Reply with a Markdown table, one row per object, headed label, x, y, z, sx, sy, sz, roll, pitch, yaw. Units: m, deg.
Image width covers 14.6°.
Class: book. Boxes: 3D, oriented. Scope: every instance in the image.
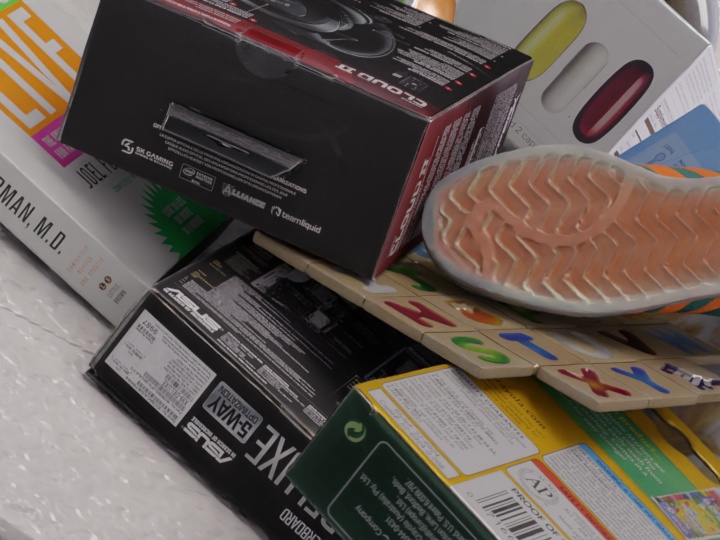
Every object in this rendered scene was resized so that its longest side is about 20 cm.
| label | x | y | z | sx | sy | sz | roll | pitch | yaw |
| --- | --- | --- | --- | --- | --- | --- | --- | --- | --- |
| book | -0.150 | -0.069 | 1.208 | 0.200 | 0.048 | 0.134 | 42 | 24 | 0 |

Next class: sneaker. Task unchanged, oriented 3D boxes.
| label | x | y | z | sx | sy | sz | roll | pitch | yaw |
| --- | --- | --- | --- | --- | --- | --- | --- | --- | --- |
| sneaker | 0.123 | -0.010 | 1.171 | 0.199 | 0.072 | 0.080 | 1 | -11 | -2 |

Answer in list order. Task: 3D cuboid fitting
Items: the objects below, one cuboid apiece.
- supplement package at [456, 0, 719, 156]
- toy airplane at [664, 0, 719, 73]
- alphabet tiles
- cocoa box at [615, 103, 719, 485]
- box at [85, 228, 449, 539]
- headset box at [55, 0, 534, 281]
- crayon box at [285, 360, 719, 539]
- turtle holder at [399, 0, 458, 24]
| label | x | y | z | sx | sy | sz | roll | pitch | yaw |
| --- | --- | --- | --- | --- | --- | --- | --- | --- | --- |
| supplement package | 0.088 | -0.130 | 1.523 | 0.200 | 0.111 | 0.156 | 44 | 0 | 15 |
| toy airplane | 0.138 | -0.177 | 1.711 | 0.199 | 0.141 | 0.200 | 41 | 22 | 6 |
| alphabet tiles | 0.056 | 0.011 | 1.165 | 0.200 | 0.006 | 0.166 | 31 | 21 | 38 |
| cocoa box | 0.161 | 0.053 | 1.267 | 0.200 | 0.133 | 0.131 | 59 | 0 | 41 |
| box | 0.003 | 0.070 | 1.158 | 0.200 | 0.050 | 0.158 | 41 | 22 | 6 |
| headset box | -0.026 | -0.072 | 1.196 | 0.148 | 0.078 | 0.200 | 23 | 19 | 10 |
| crayon box | 0.074 | 0.093 | 1.089 | 0.126 | 0.052 | 0.200 | 47 | 26 | 19 |
| turtle holder | -0.036 | -0.131 | 1.403 | 0.132 | 0.185 | 0.142 | 36 | 52 | -44 |
